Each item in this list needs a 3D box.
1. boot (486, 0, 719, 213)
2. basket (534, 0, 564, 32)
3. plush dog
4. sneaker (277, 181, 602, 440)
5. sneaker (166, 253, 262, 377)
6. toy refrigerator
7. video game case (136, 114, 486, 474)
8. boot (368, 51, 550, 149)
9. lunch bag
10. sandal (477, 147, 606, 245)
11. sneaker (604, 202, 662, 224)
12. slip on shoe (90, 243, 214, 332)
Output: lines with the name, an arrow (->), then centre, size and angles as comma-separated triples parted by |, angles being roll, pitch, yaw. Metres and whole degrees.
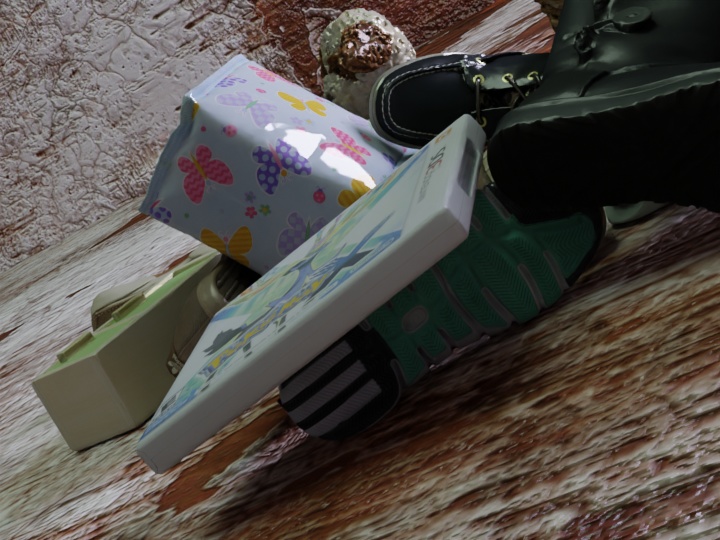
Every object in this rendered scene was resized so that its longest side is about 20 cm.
boot -> 0.175, -0.104, 0.772 | 0.198, 0.077, 0.169 | -2, 38, 32
basket -> 0.220, -0.194, 1.062 | 0.143, 0.149, 0.199 | -50, 37, -15
plush dog -> 0.025, -0.157, 1.377 | 0.160, 0.173, 0.200 | -31, 9, -10
sneaker -> 0.035, 0.013, 0.818 | 0.199, 0.075, 0.087 | -33, 5, -10
sneaker -> -0.099, 0.027, 1.142 | 0.076, 0.070, 0.200 | -47, -3, 14
toy refrigerator -> -0.161, 0.054, 1.184 | 0.075, 0.070, 0.200 | -23, 13, 35
video game case -> -0.020, 0.006, 0.793 | 0.199, 0.022, 0.183 | -39, 10, 18
boot -> 0.122, -0.127, 1.096 | 0.201, 0.074, 0.153 | -3, 3, -22
lunch bag -> -0.051, -0.072, 1.151 | 0.128, 0.168, 0.200 | -63, -1, 25
sandal -> 0.108, -0.038, 0.927 | 0.080, 0.054, 0.200 | -36, 24, 7
sneaker -> 0.203, -0.114, 0.909 | 0.199, 0.089, 0.074 | -35, 10, -32
slip on shoe -> -0.147, 0.027, 1.321 | 0.198, 0.076, 0.061 | -19, 52, 16
